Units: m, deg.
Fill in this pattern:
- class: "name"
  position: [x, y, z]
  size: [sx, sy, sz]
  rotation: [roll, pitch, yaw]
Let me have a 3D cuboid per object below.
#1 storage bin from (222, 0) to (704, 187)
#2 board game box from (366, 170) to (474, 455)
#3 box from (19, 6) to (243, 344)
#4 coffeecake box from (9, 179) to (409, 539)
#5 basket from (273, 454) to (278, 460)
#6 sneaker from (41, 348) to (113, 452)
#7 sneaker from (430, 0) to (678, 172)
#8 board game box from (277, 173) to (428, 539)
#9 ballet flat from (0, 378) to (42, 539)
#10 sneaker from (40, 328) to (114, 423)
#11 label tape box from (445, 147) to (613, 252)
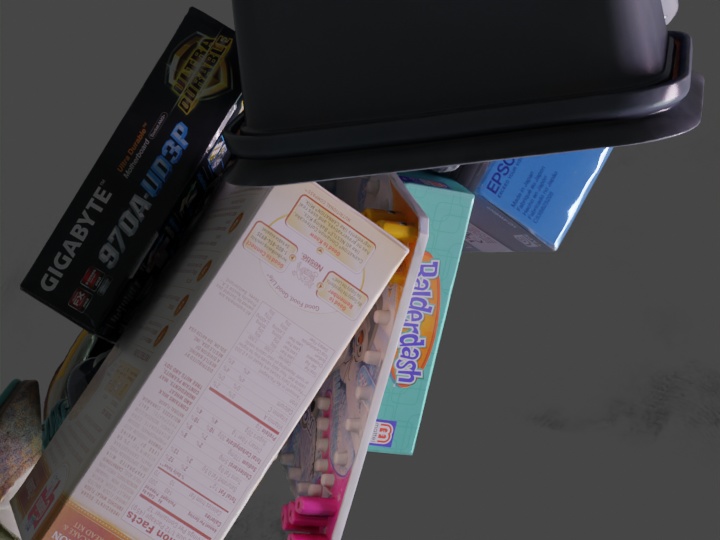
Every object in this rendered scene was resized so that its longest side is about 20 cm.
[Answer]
- class: "storage bin"
  position: [0.038, -0.126, 0.694]
  size: [0.146, 0.199, 0.135]
  rotation: [-57, 141, -66]
- class: "board game box"
  position: [0.000, 0.000, 0.973]
  size: [0.200, 0.045, 0.153]
  rotation: [-131, -128, -67]
- class: "box"
  position: [-0.106, -0.039, 0.867]
  size: [0.159, 0.046, 0.200]
  rotation: [-59, 180, -5]
- class: "coffeecake box"
  position: [-0.077, 0.054, 0.775]
  size: [0.200, 0.073, 0.153]
  rotation: [-57, -167, -7]
- class: "basket"
  position: [-0.092, 0.056, 1.306]
  size: [0.200, 0.142, 0.149]
  rotation: [-60, -168, -3]
- class: "sneaker"
  position: [-0.147, 0.102, 0.935]
  size: [0.200, 0.086, 0.078]
  rotation: [79, 1, -70]
- class: "sneaker"
  position: [0.094, -0.123, 0.858]
  size: [0.115, 0.075, 0.200]
  rotation: [-18, 159, -26]
- class: "board game box"
  position: [-0.025, 0.027, 0.920]
  size: [0.200, 0.026, 0.201]
  rotation: [-122, -136, -63]
- class: "ballet flat"
  position: [-0.208, 0.150, 0.875]
  size: [0.200, 0.067, 0.068]
  rotation: [-59, 180, -30]
- class: "sneaker"
  position: [-0.134, 0.036, 1.068]
  size: [0.200, 0.075, 0.090]
  rotation: [-60, -175, -16]
- class: "label tape box"
  position: [0.084, -0.087, 1.004]
  size: [0.144, 0.066, 0.200]
  rotation: [-60, -160, -10]
